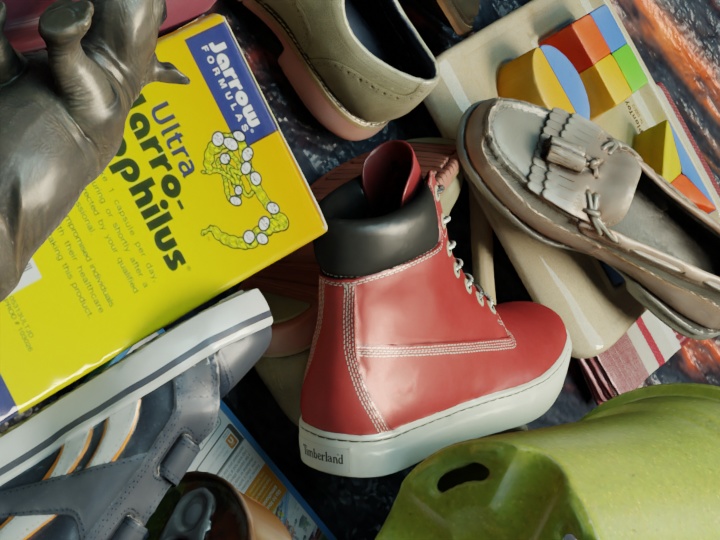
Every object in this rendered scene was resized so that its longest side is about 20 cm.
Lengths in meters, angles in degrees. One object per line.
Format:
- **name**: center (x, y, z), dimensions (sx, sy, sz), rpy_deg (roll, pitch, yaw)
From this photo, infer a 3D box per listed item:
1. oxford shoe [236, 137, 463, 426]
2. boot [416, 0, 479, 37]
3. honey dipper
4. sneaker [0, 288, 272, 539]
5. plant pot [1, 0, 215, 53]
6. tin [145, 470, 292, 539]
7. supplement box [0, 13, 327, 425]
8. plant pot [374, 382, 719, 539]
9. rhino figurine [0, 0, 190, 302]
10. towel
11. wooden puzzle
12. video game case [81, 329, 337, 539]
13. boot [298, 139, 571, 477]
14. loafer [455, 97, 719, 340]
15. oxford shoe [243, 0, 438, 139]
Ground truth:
- **oxford shoe**: center (0.000, 0.000, 1.043), dimensions (0.200, 0.070, 0.074), rpy_deg (-48, 132, -42)
- **boot**: center (0.044, -0.202, 1.086), dimensions (0.075, 0.097, 0.200), rpy_deg (43, -1, 30)
- **honey dipper**: center (0.066, -0.003, 1.123), dimensions (0.038, 0.038, 0.202), rpy_deg (18, 58, -39)
- **sneaker**: center (-0.110, 0.086, 0.836), dimensions (0.199, 0.078, 0.080), rpy_deg (-33, 91, -10)
- **plant pot**: center (-0.177, -0.166, 0.845), dimensions (0.178, 0.200, 0.201), rpy_deg (-29, 95, -30)
- **tin**: center (-0.088, 0.181, 0.827), dimensions (0.042, 0.111, 0.202), rpy_deg (36, 66, -41)
- **supplement box**: center (-0.131, -0.014, 0.864), dimensions (0.199, 0.108, 0.110), rpy_deg (-32, 97, -41)
- **plant pot**: center (0.107, 0.147, 0.963), dimensions (0.183, 0.199, 0.202), rpy_deg (10, 67, -51)
- **rhino figurine**: center (-0.120, -0.061, 0.768), dimensions (0.200, 0.059, 0.088), rpy_deg (-54, 150, -38)
- **towel**: center (0.163, -0.021, 1.232), dimensions (0.200, 0.023, 0.145), rpy_deg (-33, 96, -48)
- **wooden puzzle**: center (0.136, -0.069, 1.171), dimensions (0.200, 0.046, 0.186), rpy_deg (-35, 97, -51)
- **video game case**: center (-0.075, 0.141, 0.937), dimensions (0.200, 0.018, 0.143), rpy_deg (52, 45, -17)
- **boot**: center (0.044, 0.004, 0.984), dimensions (0.199, 0.072, 0.146), rpy_deg (-18, 114, -53)
- **loafer**: center (0.142, -0.035, 1.082), dimensions (0.199, 0.063, 0.072), rpy_deg (34, 61, -23)
- **oxford shoe**: center (-0.029, -0.164, 1.045), dimensions (0.200, 0.074, 0.071), rpy_deg (51, 50, -14)
